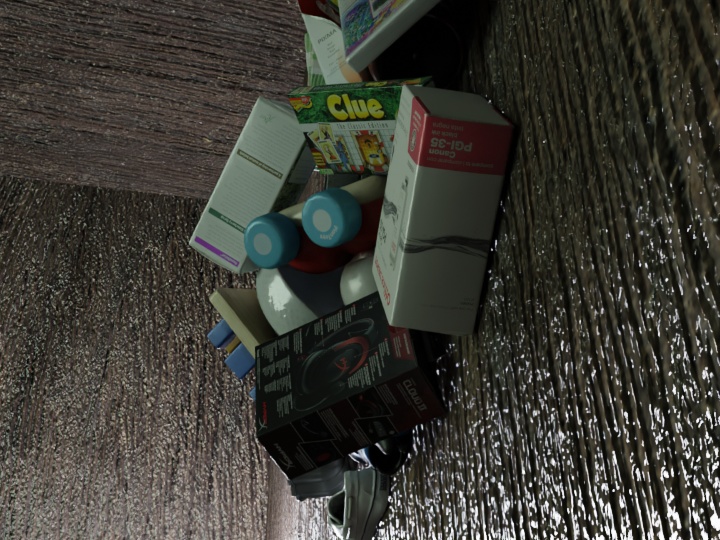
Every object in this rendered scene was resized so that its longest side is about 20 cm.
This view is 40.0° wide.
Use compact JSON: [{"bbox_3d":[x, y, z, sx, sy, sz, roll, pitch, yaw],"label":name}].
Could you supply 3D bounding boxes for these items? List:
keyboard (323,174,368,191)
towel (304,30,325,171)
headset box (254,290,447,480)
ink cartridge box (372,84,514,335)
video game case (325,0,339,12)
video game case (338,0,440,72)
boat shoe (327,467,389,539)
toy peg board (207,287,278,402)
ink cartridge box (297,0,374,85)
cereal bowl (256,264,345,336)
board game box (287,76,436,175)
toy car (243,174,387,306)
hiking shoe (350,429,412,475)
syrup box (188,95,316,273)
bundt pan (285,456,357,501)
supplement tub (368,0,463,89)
[{"bbox_3d":[0.005,-0.039,1.302,0.021,0.127,0.200,-12,-72,-64],"label":"keyboard"},{"bbox_3d":[0.001,-0.216,1.268,0.023,0.152,0.200,125,147,-68],"label":"towel"},{"bbox_3d":[-0.006,0.108,1.030,0.075,0.200,0.149,59,-169,-32],"label":"headset box"},{"bbox_3d":[0.071,-0.059,0.924,0.147,0.083,0.200,-107,24,-69],"label":"ink cartridge box"},{"bbox_3d":[0.034,-0.390,1.197,0.181,0.025,0.200,-48,6,15],"label":"video game case"},{"bbox_3d":[0.058,-0.307,1.014,0.200,0.024,0.182,-38,29,20],"label":"video game case"},{"bbox_3d":[-0.012,0.310,1.282,0.200,0.065,0.074,105,168,-45],"label":"boat shoe"},{"bbox_3d":[-0.101,0.129,1.244,0.098,0.200,0.199,-46,-19,16],"label":"toy peg board"},{"bbox_3d":[0.002,-0.259,1.178,0.162,0.050,0.200,23,-135,-54],"label":"ink cartridge box"},{"bbox_3d":[-0.049,0.055,1.214,0.083,0.200,0.200,-49,23,21],"label":"cereal bowl"},{"bbox_3d":[0.012,-0.150,1.051,0.200,0.023,0.105,6,126,45],"label":"board game box"},{"bbox_3d":[0.000,0.000,1.139,0.184,0.177,0.200,-26,-84,-54],"label":"toy car"},{"bbox_3d":[0.016,0.201,1.152,0.200,0.074,0.087,101,164,-62],"label":"hiking shoe"},{"bbox_3d":[-0.120,-0.100,1.192,0.200,0.081,0.079,-61,-14,12],"label":"syrup box"},{"bbox_3d":[-0.046,0.226,1.399,0.202,0.076,0.202,0,-90,-77],"label":"bundt pan"},{"bbox_3d":[0.054,-0.280,1.127,0.200,0.107,0.107,-95,14,-55],"label":"supplement tub"}]
